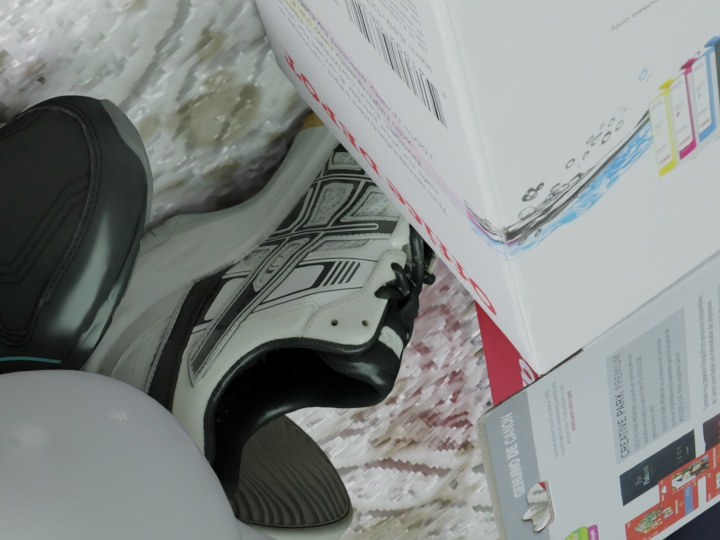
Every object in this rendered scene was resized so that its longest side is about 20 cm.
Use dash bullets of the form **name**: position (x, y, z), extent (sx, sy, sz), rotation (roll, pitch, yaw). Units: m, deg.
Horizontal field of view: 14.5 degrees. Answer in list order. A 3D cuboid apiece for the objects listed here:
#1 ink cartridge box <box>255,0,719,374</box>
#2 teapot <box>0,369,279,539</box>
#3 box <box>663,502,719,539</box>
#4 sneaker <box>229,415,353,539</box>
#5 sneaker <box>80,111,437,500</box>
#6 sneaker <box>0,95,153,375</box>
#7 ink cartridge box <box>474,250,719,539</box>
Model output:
- **ink cartridge box**: position (0.052, -0.102, 0.774), extent (0.144, 0.147, 0.200), rotation (-34, 152, -9)
- **teapot**: position (-0.102, 0.132, 0.799), extent (0.200, 0.146, 0.197), rotation (-34, 158, 9)
- **box**: position (0.257, 0.170, 1.358), extent (0.148, 0.200, 0.105), rotation (-10, 141, -41)
- **sneaker**: position (-0.101, 0.093, 0.969), extent (0.199, 0.075, 0.106), rotation (6, 134, -41)
- **sneaker**: position (0.000, 0.000, 0.927), extent (0.200, 0.088, 0.076), rotation (-38, 150, -4)
- **sneaker**: position (-0.143, 0.022, 0.802), extent (0.200, 0.075, 0.079), rotation (-42, 150, 6)
- **ink cartridge box**: position (0.101, 0.025, 1.085), extent (0.175, 0.084, 0.200), rotation (-33, 151, -11)
